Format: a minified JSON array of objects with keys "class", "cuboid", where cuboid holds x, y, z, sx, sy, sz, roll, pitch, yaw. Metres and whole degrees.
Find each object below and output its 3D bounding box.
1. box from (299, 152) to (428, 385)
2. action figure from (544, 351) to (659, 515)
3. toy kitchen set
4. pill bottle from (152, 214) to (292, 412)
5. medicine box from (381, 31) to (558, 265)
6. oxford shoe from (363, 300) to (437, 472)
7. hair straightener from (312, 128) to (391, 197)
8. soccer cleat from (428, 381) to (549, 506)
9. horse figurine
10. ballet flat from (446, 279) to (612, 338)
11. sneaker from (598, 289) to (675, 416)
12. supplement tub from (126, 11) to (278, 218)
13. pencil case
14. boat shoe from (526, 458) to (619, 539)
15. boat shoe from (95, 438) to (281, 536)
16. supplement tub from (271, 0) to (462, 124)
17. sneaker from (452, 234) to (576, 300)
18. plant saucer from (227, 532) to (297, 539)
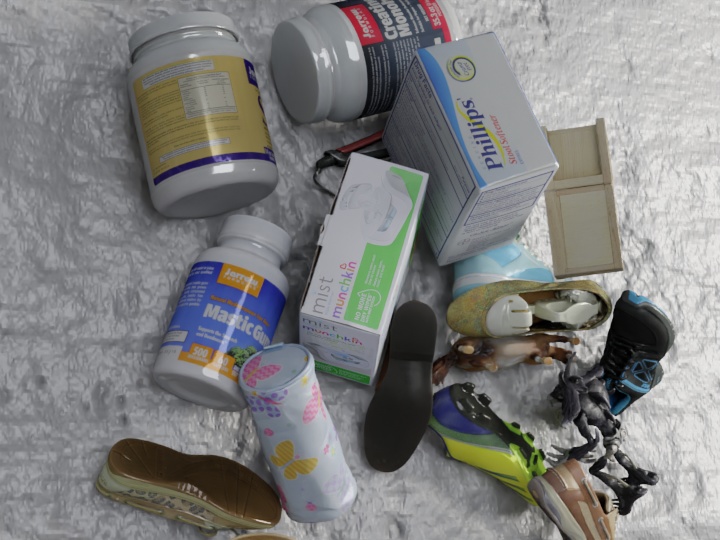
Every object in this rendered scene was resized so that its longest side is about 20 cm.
[{"class":"box","cuboid":[0.000,0.000,1.585,0.097,0.177,0.200,16,67,4]},{"class":"action figure","cuboid":[0.265,0.192,1.671,0.200,0.102,0.119,57,39,-15]},{"class":"toy kitchen set","cuboid":[0.227,-0.071,1.717,0.163,0.200,0.181,-7,82,11]},{"class":"pill bottle","cuboid":[-0.143,0.044,1.560,0.112,0.112,0.200,24,68,-13]},{"class":"medicine box","cuboid":[0.119,-0.135,1.608,0.103,0.200,0.182,-17,70,-18]},{"class":"oxford shoe","cuboid":[0.051,0.132,1.628,0.071,0.071,0.200,14,93,0]},{"class":"hair straightener","cuboid":[0.032,-0.134,1.722,0.200,0.041,0.077,-22,83,-26]},{"class":"soccer cleat","cuboid":[0.148,0.208,1.660,0.200,0.084,0.065,45,30,-22]},{"class":"horse figurine","cuboid":[0.169,0.099,1.674,0.200,0.133,0.050,-6,90,-8]},{"class":"ballet flat","cuboid":[0.200,0.047,1.645,0.200,0.071,0.071,-5,76,-18]},{"class":"sneaker","cuboid":[0.322,0.102,1.690,0.073,0.200,0.082,33,65,31]},{"class":"supplement tub","cuboid":[-0.180,-0.172,1.592,0.145,0.145,0.200,-9,78,-24]},{"class":"pencil case","cuboid":[-0.065,0.175,1.519,0.091,0.083,0.200,-72,150,-53]},{"class":"boat shoe","cuboid":[0.264,0.289,1.628,0.072,0.076,0.200,-39,128,-4]},{"class":"boat shoe","cuboid":[-0.182,0.237,1.522,0.200,0.063,0.073,23,38,-16]},{"class":"supplement tub","cuboid":[0.009,-0.255,1.695,0.200,0.140,0.141,-17,81,-25]},{"class":"sneaker","cuboid":[0.197,-0.014,1.734,0.200,0.080,0.131,9,61,-30]},{"class":"plant saucer","cuboid":[-0.107,0.381,1.515,0.200,0.035,0.200,6,73,-20]}]
